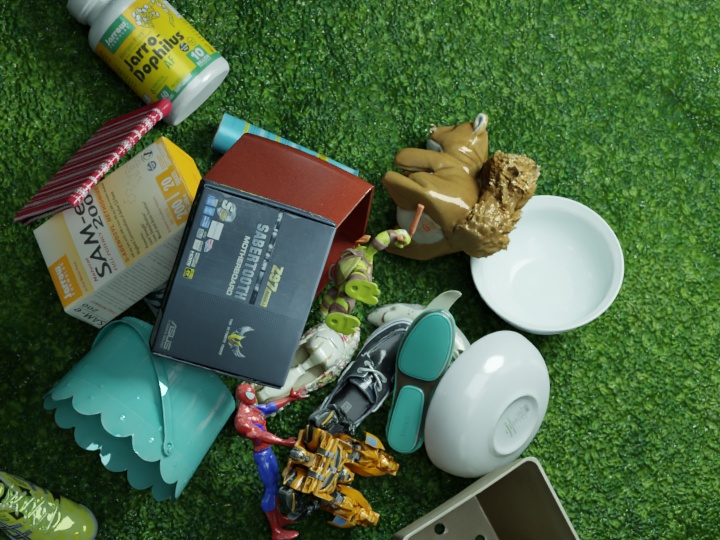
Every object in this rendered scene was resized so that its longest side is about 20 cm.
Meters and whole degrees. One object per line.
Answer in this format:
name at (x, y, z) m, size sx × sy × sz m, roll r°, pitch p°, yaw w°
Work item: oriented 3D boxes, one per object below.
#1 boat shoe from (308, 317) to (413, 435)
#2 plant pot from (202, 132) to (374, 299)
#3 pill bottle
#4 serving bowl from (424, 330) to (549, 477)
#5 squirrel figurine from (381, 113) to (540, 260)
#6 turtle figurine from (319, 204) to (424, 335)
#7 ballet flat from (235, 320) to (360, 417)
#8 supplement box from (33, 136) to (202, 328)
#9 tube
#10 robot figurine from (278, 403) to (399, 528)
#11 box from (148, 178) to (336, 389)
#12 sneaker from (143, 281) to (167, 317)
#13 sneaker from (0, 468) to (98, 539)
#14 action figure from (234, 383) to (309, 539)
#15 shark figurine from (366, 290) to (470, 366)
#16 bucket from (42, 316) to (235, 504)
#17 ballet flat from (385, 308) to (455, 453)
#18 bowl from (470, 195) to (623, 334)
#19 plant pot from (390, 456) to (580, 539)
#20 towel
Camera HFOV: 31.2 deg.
boat shoe at (0.006, 0.142, 1.634) m, size 0.072 × 0.068 × 0.200 m, roll 43°, pitch 87°, yaw 0°
plant pot at (-0.117, -0.051, 1.606) m, size 0.176 × 0.200 × 0.200 m, roll 38°, pitch 72°, yaw 9°
pill bottle at (-0.274, -0.292, 1.643) m, size 0.200 × 0.113 × 0.113 m, roll 45°, pitch 72°, yaw -3°
serving bowl at (0.175, 0.180, 1.636) m, size 0.199 × 0.066 × 0.201 m, roll -23°, pitch 127°, yaw -35°
squirrel figurine at (0.141, -0.113, 1.698) m, size 0.199 × 0.142 × 0.187 m, roll 16°, pitch 51°, yaw 24°
turtle figurine at (0.000, 0.000, 1.603) m, size 0.064 × 0.161 × 0.200 m, roll 42°, pitch 112°, yaw -14°
ballet flat at (-0.072, 0.125, 1.643) m, size 0.200 × 0.064 × 0.076 m, roll -39°, pitch 91°, yaw -19°
supplement box at (-0.269, -0.044, 1.507) m, size 0.200 × 0.074 × 0.126 m, roll -35°, pitch 61°, yaw 10°
tube at (-0.097, -0.145, 1.695) m, size 0.199 × 0.050 × 0.078 m, roll 22°, pitch 41°, yaw -11°
robot figurine at (-0.026, 0.246, 1.569) m, size 0.058 × 0.200 × 0.146 m, roll 16°, pitch 79°, yaw 30°
box at (-0.132, 0.016, 1.435) m, size 0.157 × 0.051 × 0.201 m, roll 17°, pitch 98°, yaw -16°
sneaker at (-0.228, 0.026, 1.595) m, size 0.200 × 0.108 × 0.070 m, roll 46°, pitch 71°, yaw -1°
sneaker at (-0.405, 0.281, 1.516) m, size 0.199 × 0.076 × 0.076 m, roll 22°, pitch 73°, yaw -11°
action figure at (-0.093, 0.222, 1.576) m, size 0.098 × 0.065 × 0.201 m, roll -18°, pitch 107°, yaw 5°
shark figurine at (0.121, 0.111, 1.695) m, size 0.128 × 0.089 × 0.215 m, roll -37°, pitch 81°, yaw 15°
bucket at (-0.257, 0.161, 1.519) m, size 0.207 × 0.207 × 0.135 m, roll 39°, pitch 66°, yaw -5°
ballet flat at (0.076, 0.131, 1.624) m, size 0.067 × 0.070 × 0.201 m, roll 17°, pitch 108°, yaw 9°
bowl at (0.245, 0.007, 1.723) m, size 0.200 × 0.090 × 0.202 m, roll -1°, pitch 64°, yaw 2°
plant pot at (0.148, 0.363, 1.593) m, size 0.199 × 0.177 × 0.201 m, roll -29°, pitch 92°, yaw -18°
towel at (-0.322, -0.131, 1.564) m, size 0.023 × 0.144 × 0.200 m, roll 52°, pitch 53°, yaw -22°
